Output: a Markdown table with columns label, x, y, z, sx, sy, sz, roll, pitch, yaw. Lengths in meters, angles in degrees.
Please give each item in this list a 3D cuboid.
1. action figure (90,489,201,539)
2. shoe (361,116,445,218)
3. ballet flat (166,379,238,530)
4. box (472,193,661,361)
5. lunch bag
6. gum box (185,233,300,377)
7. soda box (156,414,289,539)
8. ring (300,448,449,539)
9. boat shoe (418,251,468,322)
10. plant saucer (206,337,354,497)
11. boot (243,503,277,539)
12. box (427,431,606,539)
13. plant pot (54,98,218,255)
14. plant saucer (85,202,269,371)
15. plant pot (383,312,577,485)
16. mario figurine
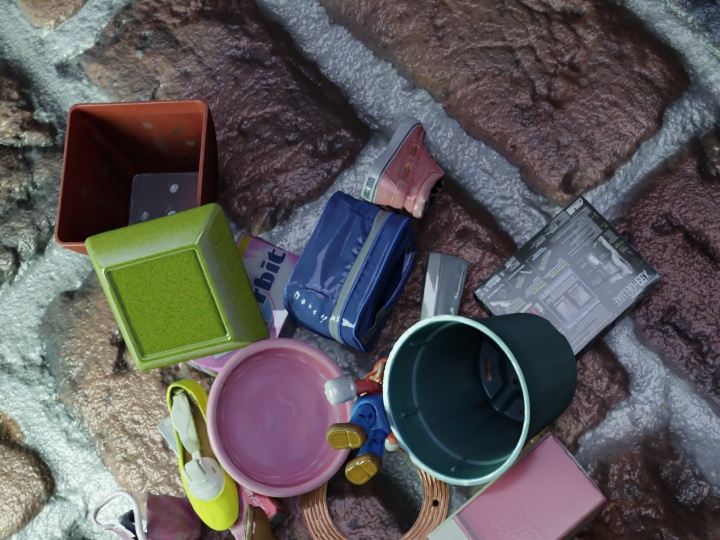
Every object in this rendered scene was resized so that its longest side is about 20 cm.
| label | x | y | z | sx | sy | sz | roll | pitch | yaw |
| --- | --- | --- | --- | --- | --- | --- | --- | --- | --- |
| action figure | -0.241 | 0.369 | 1.592 | 0.134 | 0.149 | 0.201 | -39 | 42 | 15 |
| shoe | 0.074 | -0.137 | 1.696 | 0.090 | 0.072 | 0.201 | 23 | 35 | 7 |
| ballet flat | -0.210 | 0.234 | 1.607 | 0.066 | 0.067 | 0.203 | -20 | 72 | 7 |
| box | 0.273 | 0.023 | 1.660 | 0.200 | 0.050 | 0.158 | -42 | 71 | -4 |
| lunch bag | 0.000 | 0.000 | 1.671 | 0.131 | 0.136 | 0.202 | 23 | 77 | 15 |
| gum box | -0.145 | 0.057 | 1.715 | 0.112 | 0.066 | 0.202 | 21 | 78 | 15 |
| soda box | -0.183 | 0.266 | 1.662 | 0.070 | 0.063 | 0.200 | -39 | 70 | -3 |
| ring | 0.019 | 0.294 | 1.641 | 0.197 | 0.019 | 0.204 | -3 | 72 | 8 |
| boat shoe | 0.112 | 0.077 | 1.661 | 0.070 | 0.070 | 0.204 | 6 | 80 | -1 |
| plant saucer | -0.105 | 0.191 | 1.626 | 0.197 | 0.051 | 0.204 | 4 | 77 | -17 |
| boot | -0.066 | 0.374 | 1.576 | 0.152 | 0.074 | 0.203 | -9 | 109 | 0 |
| box | 0.195 | 0.310 | 1.546 | 0.199 | 0.128 | 0.109 | -40 | 72 | -3 |
| plant pot | -0.286 | -0.105 | 1.732 | 0.197 | 0.176 | 0.203 | -1 | 73 | 11 |
| plant saucer | -0.241 | 0.034 | 1.614 | 0.197 | 0.048 | 0.202 | -14 | 110 | 15 |
| plant pot | 0.163 | 0.140 | 1.544 | 0.198 | 0.195 | 0.204 | 6 | 100 | 34 |
| mario figurine | 0.008 | 0.185 | 1.588 | 0.104 | 0.200 | 0.125 | 16 | 120 | 13 |
